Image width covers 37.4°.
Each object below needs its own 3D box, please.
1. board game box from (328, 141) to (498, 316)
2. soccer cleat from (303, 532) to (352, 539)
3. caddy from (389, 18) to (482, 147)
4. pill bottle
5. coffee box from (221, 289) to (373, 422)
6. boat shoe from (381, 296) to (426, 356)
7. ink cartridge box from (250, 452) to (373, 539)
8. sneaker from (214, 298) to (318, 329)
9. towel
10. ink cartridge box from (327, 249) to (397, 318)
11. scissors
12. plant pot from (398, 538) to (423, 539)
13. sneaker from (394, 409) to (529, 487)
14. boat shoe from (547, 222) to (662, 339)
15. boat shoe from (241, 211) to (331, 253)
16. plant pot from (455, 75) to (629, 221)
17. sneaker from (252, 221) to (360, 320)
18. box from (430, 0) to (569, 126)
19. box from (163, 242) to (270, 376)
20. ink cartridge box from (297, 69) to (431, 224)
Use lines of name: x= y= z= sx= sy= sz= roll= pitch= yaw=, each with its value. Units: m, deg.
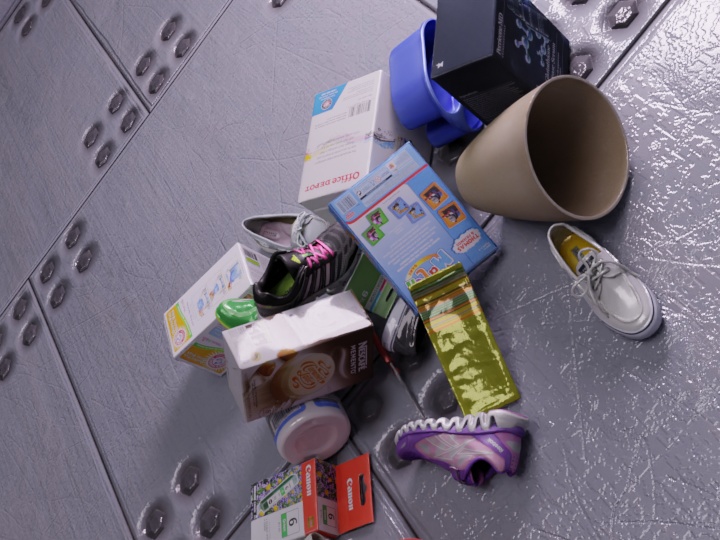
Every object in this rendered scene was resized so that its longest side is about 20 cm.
board game box: x=0.074 y=-0.059 z=1.504 sx=0.151 sy=0.037 sz=0.200 roll=-38 pitch=79 yaw=-10
soccer cleat: x=-0.080 y=0.403 z=1.484 sx=0.199 sy=0.069 sz=0.078 roll=-6 pitch=89 yaw=36
caddy: x=0.125 y=-0.288 z=1.623 sx=0.105 sy=0.141 sz=0.201 roll=-28 pitch=51 yaw=37
pill bottle: x=-0.098 y=0.181 z=1.597 sx=0.114 sy=0.113 sz=0.201 roll=-45 pitch=44 yaw=16
coffee box: x=-0.086 y=0.119 z=1.496 sx=0.199 sy=0.115 sz=0.080 roll=-18 pitch=46 yaw=-18
boat shoe: x=0.099 y=0.032 z=1.530 sx=0.066 sy=0.070 sz=0.201 roll=21 pitch=74 yaw=23
ink cartridge box: x=-0.073 y=0.336 z=1.533 sx=0.199 sy=0.050 sz=0.110 roll=-28 pitch=51 yaw=32
sneaker: x=-0.119 y=0.058 z=1.596 sx=0.198 sy=0.084 sz=0.074 roll=5 pitch=33 yaw=8
towel: x=0.137 y=0.095 z=1.421 sx=0.086 sy=0.018 sz=0.201 roll=-28 pitch=76 yaw=23
ink cartridge box: x=0.000 y=0.000 z=1.596 sx=0.104 sy=0.059 sz=0.200 roll=-63 pitch=22 yaw=-3
scissors: x=0.048 y=0.139 z=1.545 sx=0.014 sy=0.073 sz=0.201 roll=-35 pitch=69 yaw=0
plant pot: x=0.035 y=0.452 z=1.278 sx=0.177 sy=0.199 sz=0.202 roll=-42 pitch=44 yaw=33
sneaker: x=0.127 y=0.237 z=1.379 sx=0.199 sy=0.080 sz=0.089 roll=-14 pitch=66 yaw=37
boat shoe: x=0.296 y=0.003 z=1.334 sx=0.075 sy=0.086 sz=0.202 roll=-45 pitch=44 yaw=16
boat shoe: x=-0.118 y=-0.063 z=1.788 sx=0.201 sy=0.065 sz=0.075 roll=9 pitch=74 yaw=46
plant pot: x=0.226 y=-0.144 z=1.438 sx=0.199 sy=0.186 sz=0.189 roll=-14 pitch=57 yaw=56
sneaker: x=-0.079 y=-0.005 z=1.517 sx=0.200 sy=0.088 sz=0.074 roll=-43 pitch=59 yaw=-10
box: x=0.202 y=-0.300 z=1.509 sx=0.107 sy=0.199 sz=0.150 roll=-14 pitch=59 yaw=39
box: x=-0.220 y=0.068 z=1.778 sx=0.200 sy=0.112 sz=0.102 roll=-41 pitch=47 yaw=20
ink cartridge box: x=0.012 y=-0.176 z=1.665 sx=0.146 sy=0.144 sz=0.202 roll=-11 pitch=61 yaw=40
